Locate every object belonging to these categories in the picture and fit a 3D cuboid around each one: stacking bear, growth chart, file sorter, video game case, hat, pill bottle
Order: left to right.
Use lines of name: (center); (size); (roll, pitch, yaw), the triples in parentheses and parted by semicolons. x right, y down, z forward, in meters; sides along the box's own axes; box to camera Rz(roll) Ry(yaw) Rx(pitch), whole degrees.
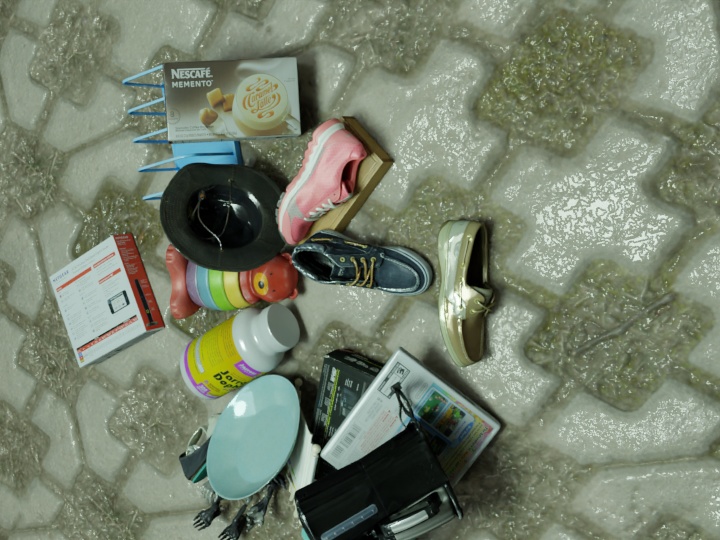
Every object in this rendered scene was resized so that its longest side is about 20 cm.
file sorter: (-0.288, -0.219, 1.547); (0.137, 0.122, 0.204); (-9, 92, 34)
hat: (-0.209, -0.067, 1.458); (0.202, 0.198, 0.081); (56, 149, 14)
stacking bear: (-0.192, 0.011, 1.522); (0.196, 0.113, 0.124); (0, 100, 22)
pill bottle: (-0.190, 0.125, 1.536); (0.198, 0.104, 0.106); (-30, 80, 33)
growth chart: (-0.094, 0.278, 1.474); (0.201, 0.017, 0.147); (-118, 37, -62)
video game case: (0.069, 0.240, 1.367); (0.181, 0.024, 0.201); (36, 104, -1)

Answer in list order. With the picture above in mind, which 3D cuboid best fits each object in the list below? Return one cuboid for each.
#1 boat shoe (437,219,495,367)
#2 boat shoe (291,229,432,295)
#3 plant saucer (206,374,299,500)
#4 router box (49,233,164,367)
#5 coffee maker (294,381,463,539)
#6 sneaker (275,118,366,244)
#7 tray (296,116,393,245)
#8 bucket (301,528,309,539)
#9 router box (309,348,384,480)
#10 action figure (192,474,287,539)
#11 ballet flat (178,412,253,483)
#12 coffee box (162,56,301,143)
boat shoe: (0.148, 0.031, 1.316); (0.065, 0.073, 0.204); (-4, 94, 39)
boat shoe: (0.000, 0.000, 1.385); (0.197, 0.091, 0.072); (16, 112, 18)
plant saucer: (-0.156, 0.261, 1.487); (0.199, 0.039, 0.204); (-28, 43, 30)
router box: (-0.460, 0.056, 1.740); (0.198, 0.049, 0.183); (-25, 82, 33)
coffee maker: (0.011, 0.291, 1.296); (0.197, 0.135, 0.194); (-27, 68, -5)
sneaker: (-0.056, -0.113, 1.393); (0.086, 0.073, 0.202); (35, 115, 21)
tray: (-0.044, -0.121, 1.448); (0.099, 0.037, 0.201); (48, 118, 19)
bucket: (-0.003, 0.457, 1.401); (0.132, 0.206, 0.212); (-4, 94, 25)
router box: (0.003, 0.237, 1.447); (0.148, 0.062, 0.204); (20, 107, 30)
action figure: (-0.195, 0.365, 1.563); (0.118, 0.102, 0.202); (33, 121, 3)
ballet flat: (-0.243, 0.282, 1.615); (0.200, 0.073, 0.074); (-44, 73, 32)
coffee box: (-0.191, -0.252, 1.437); (0.196, 0.080, 0.117); (-3, 95, -9)
